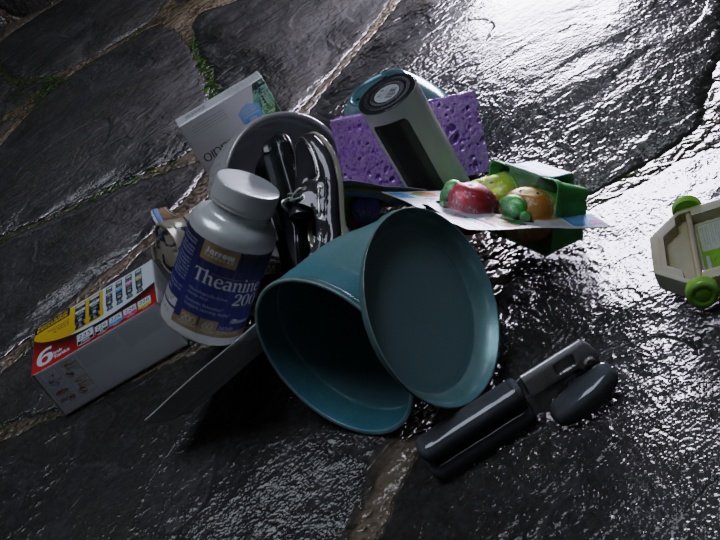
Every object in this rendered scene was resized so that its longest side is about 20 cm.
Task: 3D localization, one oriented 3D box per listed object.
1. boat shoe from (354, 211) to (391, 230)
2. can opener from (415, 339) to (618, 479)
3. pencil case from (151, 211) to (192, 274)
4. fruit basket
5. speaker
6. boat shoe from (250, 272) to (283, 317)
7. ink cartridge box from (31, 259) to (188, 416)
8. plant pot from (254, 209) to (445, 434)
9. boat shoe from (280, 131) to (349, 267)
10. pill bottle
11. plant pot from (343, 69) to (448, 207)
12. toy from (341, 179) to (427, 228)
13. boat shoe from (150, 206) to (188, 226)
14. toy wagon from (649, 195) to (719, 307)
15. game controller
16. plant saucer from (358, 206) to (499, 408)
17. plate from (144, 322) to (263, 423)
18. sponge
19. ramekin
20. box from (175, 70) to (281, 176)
[{"bbox_3d":[0.000,0.000,1.399,0.073,0.063,0.200,-24,24,42],"label":"boat shoe"},{"bbox_3d":[0.151,0.138,1.054,0.199,0.053,0.067,-33,29,-2],"label":"can opener"},{"bbox_3d":[-0.203,-0.063,1.591,0.199,0.078,0.089,-26,1,-27],"label":"pencil case"},{"bbox_3d":[0.153,-0.078,1.259,0.199,0.094,0.185,3,14,-30],"label":"fruit basket"},{"bbox_3d":[0.077,-0.148,1.401,0.081,0.200,0.081,-21,36,16],"label":"speaker"},{"bbox_3d":[-0.162,0.023,1.482,0.199,0.072,0.072,5,45,46],"label":"boat shoe"},{"bbox_3d":[-0.353,0.082,1.553,0.199,0.084,0.176,-30,30,1],"label":"ink cartridge box"},{"bbox_3d":[0.021,0.040,1.193,0.199,0.201,0.188,0,34,42],"label":"plant pot"},{"bbox_3d":[-0.059,-0.076,1.304,0.073,0.062,0.201,-42,54,54],"label":"boat shoe"},{"bbox_3d":[-0.169,-0.018,1.368,0.111,0.110,0.201,-116,44,-60],"label":"pill bottle"},{"bbox_3d":[0.052,-0.204,1.573,0.199,0.135,0.201,-22,31,14],"label":"plant pot"},{"bbox_3d":[-0.017,-0.078,1.407,0.114,0.048,0.200,4,-3,-31],"label":"toy"},{"bbox_3d":[-0.262,-0.050,1.694,0.072,0.072,0.200,-31,39,-11],"label":"boat shoe"},{"bbox_3d":[0.394,-0.035,1.113,0.199,0.040,0.156,-17,33,21],"label":"toy wagon"},{"bbox_3d":[-0.090,-0.069,1.395,0.042,0.201,0.104,-10,-19,-18],"label":"game controller"},{"bbox_3d":[0.065,0.038,1.086,0.027,0.200,0.201,-20,29,41],"label":"plant saucer"},{"bbox_3d":[-0.140,0.097,1.297,0.199,0.032,0.200,-40,1,36],"label":"plate"},{"bbox_3d":[0.066,-0.167,1.481,0.199,0.112,0.030,-12,10,2],"label":"sponge"},{"bbox_3d":[-0.116,-0.113,1.530,0.200,0.201,0.105,-44,19,-22],"label":"ramekin"},{"bbox_3d":[-0.166,-0.178,1.662,0.144,0.201,0.036,-31,34,-1],"label":"box"}]
